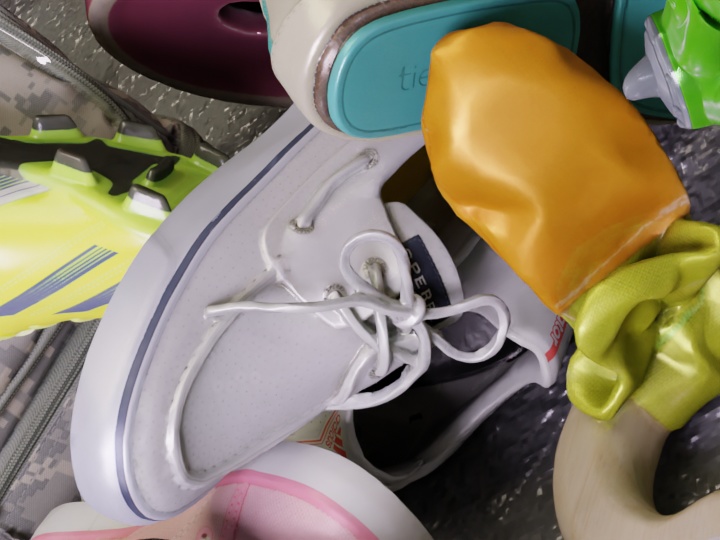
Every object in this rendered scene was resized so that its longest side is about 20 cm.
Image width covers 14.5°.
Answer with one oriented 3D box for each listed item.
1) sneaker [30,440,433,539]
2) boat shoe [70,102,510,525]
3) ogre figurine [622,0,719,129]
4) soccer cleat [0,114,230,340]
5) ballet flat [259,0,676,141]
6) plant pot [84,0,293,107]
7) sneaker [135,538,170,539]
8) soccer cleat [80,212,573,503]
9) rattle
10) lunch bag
[{"bbox_3d":[-0.060,0.118,0.867,0.200,0.075,0.105,-17,33,51],"label":"sneaker"},{"bbox_3d":[0.002,0.003,0.822,0.086,0.075,0.202,14,45,33],"label":"boat shoe"},{"bbox_3d":[0.155,-0.078,0.732,0.098,0.200,0.120,55,137,18],"label":"ogre figurine"},{"bbox_3d":[-0.111,-0.005,0.905,0.065,0.199,0.084,-66,-15,-68],"label":"soccer cleat"},{"bbox_3d":[0.058,-0.079,0.832,0.069,0.199,0.070,11,103,59],"label":"ballet flat"},{"bbox_3d":[-0.028,-0.165,1.028,0.200,0.200,0.180,-15,64,42],"label":"plant pot"},{"bbox_3d":[0.002,0.127,0.768,0.199,0.104,0.060,0,57,50],"label":"sneaker"},{"bbox_3d":[-0.014,0.045,0.900,0.200,0.069,0.085,-29,27,23],"label":"soccer cleat"},{"bbox_3d":[0.085,0.039,0.730,0.130,0.143,0.200,-12,40,19],"label":"rattle"},{"bbox_3d":[-0.147,0.009,1.004,0.200,0.168,0.139,-57,33,-9],"label":"lunch bag"}]
